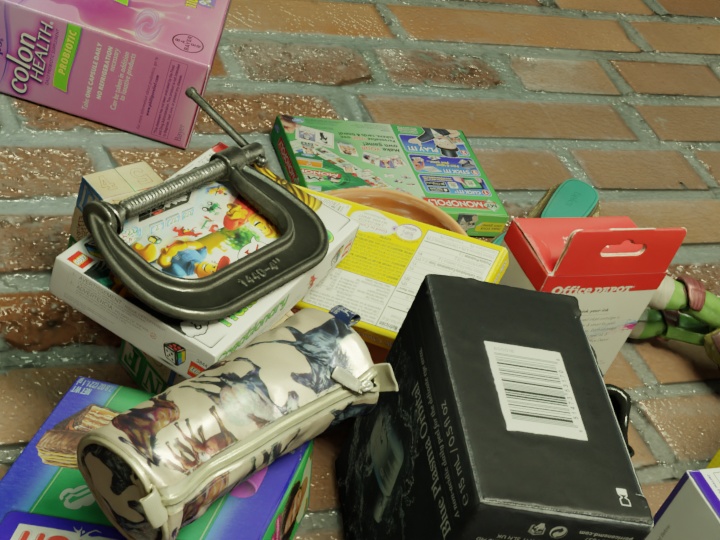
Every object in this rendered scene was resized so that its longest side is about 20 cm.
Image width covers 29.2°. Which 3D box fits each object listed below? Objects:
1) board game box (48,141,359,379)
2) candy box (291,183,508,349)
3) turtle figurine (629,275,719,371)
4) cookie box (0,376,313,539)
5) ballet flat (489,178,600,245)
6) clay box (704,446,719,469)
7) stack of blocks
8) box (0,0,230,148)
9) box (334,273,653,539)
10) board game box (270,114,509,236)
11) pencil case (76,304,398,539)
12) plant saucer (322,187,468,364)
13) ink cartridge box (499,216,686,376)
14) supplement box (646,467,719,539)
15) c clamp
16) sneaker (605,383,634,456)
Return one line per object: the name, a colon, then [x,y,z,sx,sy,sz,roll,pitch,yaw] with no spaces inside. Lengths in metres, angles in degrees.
board game box: [-0.101,-0.010,0.949,0.126,0.035,0.200,30,38,11]
candy box: [0.000,0.000,1.033,0.200,0.026,0.102,18,63,23]
turtle figurine: [0.329,0.017,1.240,0.194,0.200,0.144,13,4,-6]
cookie box: [-0.139,0.167,0.844,0.171,0.075,0.200,11,36,12]
ballet flat: [0.160,-0.014,1.251,0.070,0.065,0.200,35,42,17]
clay box: [0.341,0.104,1.089,0.048,0.200,0.115,39,41,19]
stack of blocks: [-0.136,0.027,1.011,0.059,0.115,0.200,-19,53,-41]
box: [-0.231,-0.225,1.281,0.200,0.097,0.176,16,38,-7]
box: [0.075,0.144,0.907,0.117,0.200,0.197,10,39,-17]
board game box: [0.027,-0.089,1.302,0.200,0.029,0.135,2,43,-25]
pencil case: [-0.073,0.091,0.821,0.089,0.078,0.200,-5,18,47]
plant saucer: [-0.005,0.024,1.056,0.200,0.037,0.200,-6,53,8]
ink cartridge box: [0.160,0.022,1.095,0.116,0.200,0.067,-2,44,-29]
supplement box: [0.323,0.210,1.035,0.200,0.101,0.103,-3,44,-29]
c clamp: [-0.111,-0.040,0.935,0.171,0.027,0.200,37,38,11]
sneaker: [0.158,0.151,1.036,0.071,0.083,0.200,29,38,8]
